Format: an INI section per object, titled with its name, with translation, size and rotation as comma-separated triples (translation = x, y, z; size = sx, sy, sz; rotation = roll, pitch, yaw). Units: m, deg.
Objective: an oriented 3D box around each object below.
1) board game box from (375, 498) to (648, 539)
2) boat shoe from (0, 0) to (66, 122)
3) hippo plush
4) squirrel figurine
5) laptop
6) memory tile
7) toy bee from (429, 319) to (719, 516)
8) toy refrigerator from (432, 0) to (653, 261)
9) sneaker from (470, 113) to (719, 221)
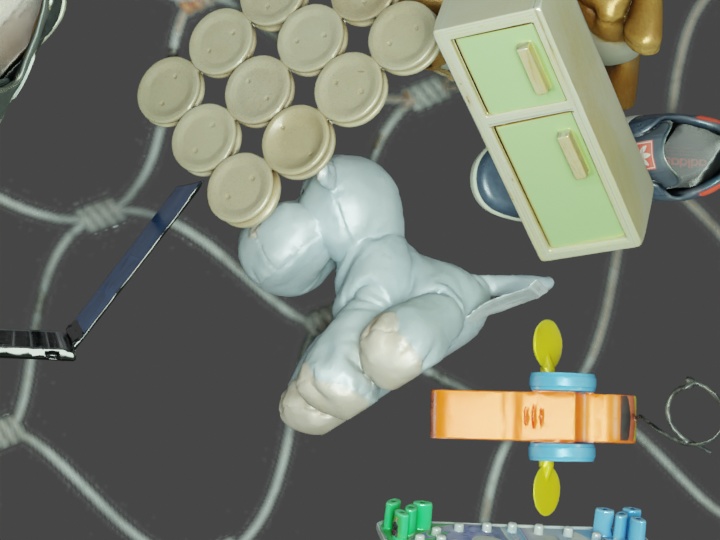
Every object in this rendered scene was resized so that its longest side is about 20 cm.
[board game box]
translation = 0.125, 0.202, 1.272
size = 0.200, 0.200, 0.026
rotation = 4, 103, -10
[boat shoe]
translation = -0.269, -0.125, 1.261
size = 0.072, 0.068, 0.200
rotation = 33, 87, -11
[hippo plush]
translation = 0.000, 0.000, 1.265
size = 0.200, 0.159, 0.161
rotation = -33, 87, 10
[squirrel figurine]
translation = 0.109, -0.215, 1.306
size = 0.187, 0.142, 0.200
rotation = 2, 84, 1
[laptop]
translation = -0.212, -0.005, 1.212
size = 0.200, 0.187, 0.116
rotation = 3, 91, -10
[memory tile]
translation = -0.050, -0.137, 1.268
size = 0.200, 0.017, 0.153
rotation = -42, 61, 7
[toy bee]
translation = 0.154, 0.113, 1.336
size = 0.200, 0.109, 0.131
rotation = 22, 90, 16
[toy refrigerator]
translation = 0.123, -0.101, 1.229
size = 0.076, 0.070, 0.200
rotation = -9, 129, 26
[sneaker]
translation = 0.180, -0.079, 1.333
size = 0.200, 0.085, 0.075
rotation = -11, 94, -10
